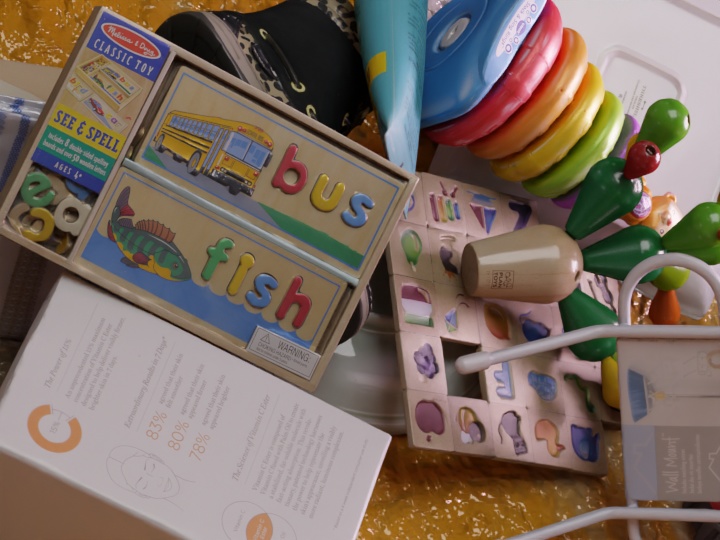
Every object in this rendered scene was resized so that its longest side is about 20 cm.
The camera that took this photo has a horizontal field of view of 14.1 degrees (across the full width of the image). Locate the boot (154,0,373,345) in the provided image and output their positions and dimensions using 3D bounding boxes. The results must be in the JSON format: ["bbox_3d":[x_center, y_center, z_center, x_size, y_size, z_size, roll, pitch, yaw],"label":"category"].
[{"bbox_3d":[-0.023,-0.068,1.668,0.154,0.073,0.204,-26,88,-56],"label":"boot"}]

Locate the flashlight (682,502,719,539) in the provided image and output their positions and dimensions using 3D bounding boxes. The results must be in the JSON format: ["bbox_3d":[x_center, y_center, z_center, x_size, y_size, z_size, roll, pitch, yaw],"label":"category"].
[{"bbox_3d":[0.255,0.095,1.666,0.068,0.200,0.068,-28,71,-38],"label":"flashlight"}]

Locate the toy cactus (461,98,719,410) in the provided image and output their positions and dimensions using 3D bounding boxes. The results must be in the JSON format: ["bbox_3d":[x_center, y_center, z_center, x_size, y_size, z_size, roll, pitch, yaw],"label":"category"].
[{"bbox_3d":[0.142,0.002,1.682,0.164,0.201,0.102,-5,39,-17],"label":"toy cactus"}]

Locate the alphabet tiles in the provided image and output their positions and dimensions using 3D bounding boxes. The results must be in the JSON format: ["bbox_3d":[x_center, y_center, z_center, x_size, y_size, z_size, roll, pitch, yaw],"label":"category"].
[{"bbox_3d":[0.089,0.033,1.701,0.199,0.008,0.168,12,64,-44],"label":"alphabet tiles"}]

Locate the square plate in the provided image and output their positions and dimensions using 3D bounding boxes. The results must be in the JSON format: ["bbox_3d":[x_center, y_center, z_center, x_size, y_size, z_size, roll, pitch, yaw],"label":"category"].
[{"bbox_3d":[0.163,-0.099,1.799,0.197,0.028,0.201,25,76,-11],"label":"square plate"}]

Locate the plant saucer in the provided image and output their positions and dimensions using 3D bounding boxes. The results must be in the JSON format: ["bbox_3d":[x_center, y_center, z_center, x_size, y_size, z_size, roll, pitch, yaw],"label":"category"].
[{"bbox_3d":[0.000,0.000,1.713,0.199,0.050,0.201,14,50,-17],"label":"plant saucer"}]

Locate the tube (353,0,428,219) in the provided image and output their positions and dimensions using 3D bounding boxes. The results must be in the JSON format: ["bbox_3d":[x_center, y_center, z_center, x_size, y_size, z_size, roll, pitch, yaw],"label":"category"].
[{"bbox_3d":[0.019,-0.133,1.673,0.050,0.078,0.201,-10,54,10],"label":"tube"}]

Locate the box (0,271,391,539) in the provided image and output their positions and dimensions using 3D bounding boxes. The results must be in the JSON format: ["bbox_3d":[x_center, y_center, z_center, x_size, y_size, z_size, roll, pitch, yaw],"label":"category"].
[{"bbox_3d":[-0.103,0.112,1.540,0.199,0.098,0.125,27,47,-6],"label":"box"}]

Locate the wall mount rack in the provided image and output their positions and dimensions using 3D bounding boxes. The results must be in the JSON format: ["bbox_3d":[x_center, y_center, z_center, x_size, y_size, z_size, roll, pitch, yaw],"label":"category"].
[{"bbox_3d":[0.147,0.095,1.640,0.173,0.201,0.075,0,19,12],"label":"wall mount rack"}]

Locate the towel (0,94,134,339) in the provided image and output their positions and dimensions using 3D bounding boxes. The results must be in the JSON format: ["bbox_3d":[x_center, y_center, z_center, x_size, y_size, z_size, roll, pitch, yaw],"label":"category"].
[{"bbox_3d":[-0.204,-0.028,1.570,0.199,0.148,0.024,9,26,-23],"label":"towel"}]

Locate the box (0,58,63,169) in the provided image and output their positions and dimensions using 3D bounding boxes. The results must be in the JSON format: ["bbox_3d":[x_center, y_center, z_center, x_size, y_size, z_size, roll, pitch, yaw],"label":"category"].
[{"bbox_3d":[-0.208,-0.062,1.626,0.199,0.095,0.078,9,50,-23],"label":"box"}]

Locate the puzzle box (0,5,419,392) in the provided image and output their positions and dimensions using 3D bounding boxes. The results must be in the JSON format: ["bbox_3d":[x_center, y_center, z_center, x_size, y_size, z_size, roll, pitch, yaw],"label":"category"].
[{"bbox_3d":[-0.082,-0.037,1.553,0.199,0.025,0.134,27,87,-15],"label":"puzzle box"}]

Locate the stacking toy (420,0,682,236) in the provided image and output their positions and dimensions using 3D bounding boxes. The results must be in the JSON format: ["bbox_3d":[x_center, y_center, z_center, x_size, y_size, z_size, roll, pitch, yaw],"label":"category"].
[{"bbox_3d":[0.123,-0.076,1.728,0.200,0.110,0.116,42,64,-20],"label":"stacking toy"}]
